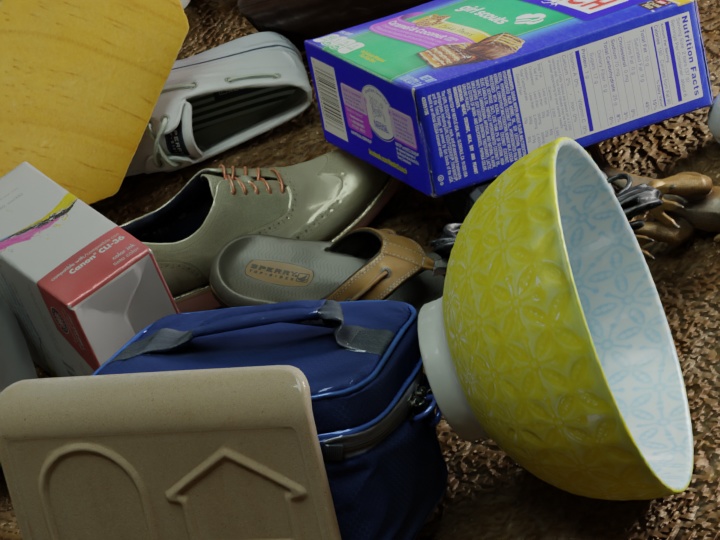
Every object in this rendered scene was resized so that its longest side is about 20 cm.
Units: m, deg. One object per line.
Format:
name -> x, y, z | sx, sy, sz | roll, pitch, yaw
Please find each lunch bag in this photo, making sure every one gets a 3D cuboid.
lunch bag -> -0.047, 0.085, 1.444 | 0.199, 0.133, 0.136 | -5, 22, 21

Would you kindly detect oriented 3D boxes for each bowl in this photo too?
bowl -> 0.095, 0.039, 1.411 | 0.107, 0.200, 0.201 | -19, 36, 17

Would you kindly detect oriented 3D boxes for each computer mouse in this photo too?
computer mouse -> 0.098, -0.034, 1.581 | 0.138, 0.053, 0.200 | -14, 18, -4

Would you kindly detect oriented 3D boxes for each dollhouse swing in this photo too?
dollhouse swing -> -0.252, -0.157, 1.768 | 0.176, 0.181, 0.201 | 21, 87, 52

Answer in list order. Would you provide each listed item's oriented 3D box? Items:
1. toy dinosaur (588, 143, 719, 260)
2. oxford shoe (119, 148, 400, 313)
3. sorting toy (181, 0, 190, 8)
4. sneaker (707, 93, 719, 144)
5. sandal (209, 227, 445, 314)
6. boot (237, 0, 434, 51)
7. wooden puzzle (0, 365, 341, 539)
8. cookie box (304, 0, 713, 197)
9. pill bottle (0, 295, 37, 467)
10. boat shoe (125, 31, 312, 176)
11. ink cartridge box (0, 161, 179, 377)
toy dinosaur -> 0.190, -0.041, 1.583 | 0.199, 0.061, 0.106 | 16, 25, 35
oxford shoe -> -0.066, -0.038, 1.678 | 0.199, 0.074, 0.071 | -30, 37, -10
sorting toy -> -0.131, -0.282, 1.912 | 0.106, 0.181, 0.200 | 6, 13, 0
sneaker -> 0.304, -0.119, 1.586 | 0.199, 0.081, 0.077 | -9, 41, 22
sandal -> 0.000, 0.000, 1.601 | 0.199, 0.055, 0.082 | 10, 48, 19
boot -> 0.036, -0.188, 1.815 | 0.200, 0.186, 0.065 | -22, 61, 49
wooden puzzle -> -0.090, 0.147, 1.385 | 0.184, 0.201, 0.046 | -4, 16, 22
cookie box -> 0.092, -0.126, 1.647 | 0.199, 0.076, 0.171 | -19, 22, -19
pill bottle -> -0.306, 0.088, 1.616 | 0.199, 0.113, 0.113 | -17, 37, 7
boat shoe -> -0.128, -0.105, 1.793 | 0.199, 0.074, 0.067 | -26, 38, -4
ink cartridge box -> -0.188, 0.009, 1.647 | 0.067, 0.117, 0.200 | -36, 40, -19
